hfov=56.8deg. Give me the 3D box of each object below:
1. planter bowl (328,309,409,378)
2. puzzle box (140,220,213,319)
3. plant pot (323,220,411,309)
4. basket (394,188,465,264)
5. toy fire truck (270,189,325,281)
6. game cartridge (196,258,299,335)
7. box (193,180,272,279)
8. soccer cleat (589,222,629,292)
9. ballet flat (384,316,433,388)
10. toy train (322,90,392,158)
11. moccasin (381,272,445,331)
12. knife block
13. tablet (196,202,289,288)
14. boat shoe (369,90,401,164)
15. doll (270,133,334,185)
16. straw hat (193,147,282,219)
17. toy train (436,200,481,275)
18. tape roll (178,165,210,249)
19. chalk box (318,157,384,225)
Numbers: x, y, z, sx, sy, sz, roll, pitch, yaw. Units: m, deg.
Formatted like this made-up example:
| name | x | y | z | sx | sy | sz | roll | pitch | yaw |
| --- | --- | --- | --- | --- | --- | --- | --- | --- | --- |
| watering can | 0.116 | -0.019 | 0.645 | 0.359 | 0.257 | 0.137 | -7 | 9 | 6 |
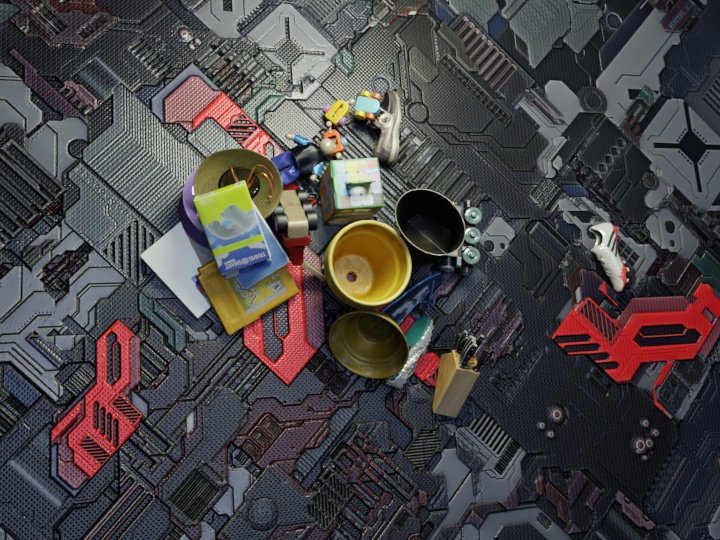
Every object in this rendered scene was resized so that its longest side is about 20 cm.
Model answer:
| name | x | y | z | sx | sy | sz | roll | pitch | yaw |
| --- | --- | --- | --- | --- | --- | --- | --- | --- | --- |
| planter bowl | 0.028 | 0.158 | 1.607 | 0.200 | 0.201 | 0.084 | 35 | 36 | -6 |
| puzzle box | -0.402 | -0.001 | 1.571 | 0.133 | 0.025 | 0.200 | -43 | 92 | -20 |
| plant pot | 0.000 | 0.000 | 1.598 | 0.198 | 0.189 | 0.203 | 3 | 77 | -15 |
| basket | 0.162 | -0.092 | 1.616 | 0.180 | 0.200 | 0.136 | 41 | 82 | 9 |
| toy fire truck | -0.151 | -0.076 | 1.609 | 0.127 | 0.177 | 0.202 | -6 | 123 | -16 |
| game cartridge | -0.265 | 0.028 | 1.570 | 0.199 | 0.032 | 0.178 | -32 | 111 | -20 |
| box | -0.279 | -0.083 | 1.475 | 0.121 | 0.048 | 0.202 | -19 | 110 | -4 |
| soccer cleat | 0.693 | -0.036 | 1.867 | 0.084 | 0.069 | 0.203 | -3 | 77 | -7 |
| ballet flat | 0.126 | 0.208 | 1.666 | 0.072 | 0.072 | 0.201 | 37 | 74 | -5 |
| toy train | -0.019 | -0.374 | 1.725 | 0.198 | 0.056 | 0.152 | -24 | 75 | 3 |
| moccasin | 0.139 | 0.085 | 1.684 | 0.199 | 0.081 | 0.068 | -37 | 76 | -6 |
| knife block | 0.247 | 0.253 | 1.623 | 0.063 | 0.176 | 0.202 | 14 | 76 | -11 |
| tablet | -0.264 | -0.068 | 1.514 | 0.129 | 0.014 | 0.201 | -31 | 112 | 1 |
| boat shoe | 0.064 | -0.381 | 1.753 | 0.072 | 0.074 | 0.203 | 5 | 77 | -15 |
| doll | -0.156 | -0.277 | 1.660 | 0.198 | 0.048 | 0.138 | -26 | 87 | -5 |
| straw hat | -0.274 | -0.200 | 1.517 | 0.198 | 0.085 | 0.203 | -2 | 119 | -3 |
| toy train | 0.255 | -0.088 | 1.748 | 0.112 | 0.085 | 0.203 | 5 | 80 | -1 |
| tape roll | -0.326 | -0.154 | 1.579 | 0.198 | 0.085 | 0.202 | 7 | 71 | -20 |
| chalk box | -0.020 | -0.198 | 1.625 | 0.123 | 0.200 | 0.125 | -5 | 80 | -16 |
